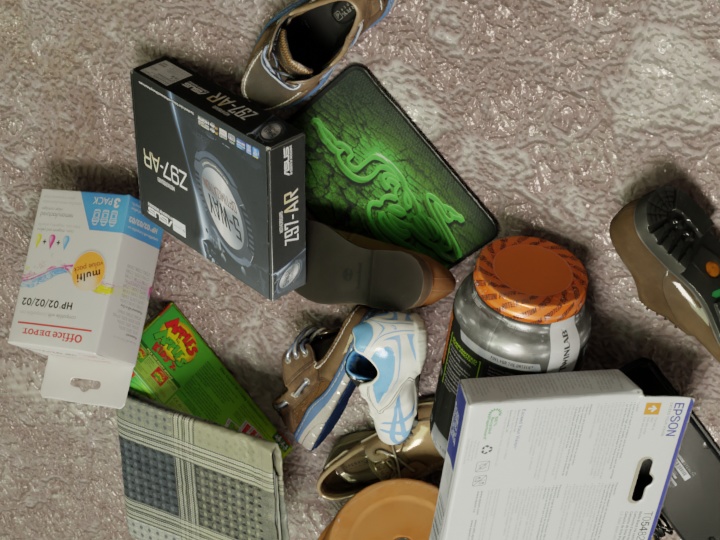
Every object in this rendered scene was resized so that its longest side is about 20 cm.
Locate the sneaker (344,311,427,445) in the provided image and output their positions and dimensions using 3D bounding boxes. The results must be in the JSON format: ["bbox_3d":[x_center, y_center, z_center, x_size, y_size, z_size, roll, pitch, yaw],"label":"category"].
[{"bbox_3d":[0.021,0.097,1.435,0.072,0.072,0.201,2,148,0],"label":"sneaker"}]

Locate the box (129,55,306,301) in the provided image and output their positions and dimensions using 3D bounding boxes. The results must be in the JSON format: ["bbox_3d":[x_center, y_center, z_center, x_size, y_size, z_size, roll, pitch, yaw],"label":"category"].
[{"bbox_3d":[-0.130,-0.086,1.446,0.199,0.043,0.161,32,135,36],"label":"box"}]

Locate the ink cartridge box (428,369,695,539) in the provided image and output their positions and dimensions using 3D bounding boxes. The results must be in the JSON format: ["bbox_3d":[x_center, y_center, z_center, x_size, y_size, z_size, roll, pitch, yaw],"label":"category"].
[{"bbox_3d":[0.168,0.172,1.357,0.198,0.041,0.201,-1,127,-12],"label":"ink cartridge box"}]

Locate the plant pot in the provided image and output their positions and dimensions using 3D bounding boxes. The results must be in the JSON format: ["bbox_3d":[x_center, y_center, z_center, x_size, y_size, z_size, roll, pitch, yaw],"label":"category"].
[{"bbox_3d":[0.040,0.287,1.501,0.199,0.201,0.140,24,151,16],"label":"plant pot"}]

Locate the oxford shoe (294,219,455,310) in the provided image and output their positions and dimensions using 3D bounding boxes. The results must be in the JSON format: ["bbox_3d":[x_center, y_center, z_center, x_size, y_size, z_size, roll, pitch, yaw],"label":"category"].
[{"bbox_3d":[0.000,0.000,1.444,0.199,0.071,0.072,18,100,39],"label":"oxford shoe"}]

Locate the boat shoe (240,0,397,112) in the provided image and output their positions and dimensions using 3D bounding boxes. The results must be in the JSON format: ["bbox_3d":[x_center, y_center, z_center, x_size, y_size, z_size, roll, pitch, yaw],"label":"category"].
[{"bbox_3d":[-0.050,-0.193,1.344,0.072,0.072,0.200,45,133,-3],"label":"boat shoe"}]

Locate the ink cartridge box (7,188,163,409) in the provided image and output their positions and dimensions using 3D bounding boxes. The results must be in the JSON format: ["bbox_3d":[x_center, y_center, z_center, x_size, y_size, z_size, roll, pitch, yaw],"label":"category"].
[{"bbox_3d":[-0.273,0.027,1.557,0.114,0.068,0.202,4,79,30],"label":"ink cartridge box"}]

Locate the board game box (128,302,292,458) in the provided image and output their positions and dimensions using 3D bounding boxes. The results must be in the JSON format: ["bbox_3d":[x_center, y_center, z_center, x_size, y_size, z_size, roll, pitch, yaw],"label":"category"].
[{"bbox_3d":[-0.170,0.144,1.627,0.048,0.102,0.200,-32,100,41],"label":"board game box"}]

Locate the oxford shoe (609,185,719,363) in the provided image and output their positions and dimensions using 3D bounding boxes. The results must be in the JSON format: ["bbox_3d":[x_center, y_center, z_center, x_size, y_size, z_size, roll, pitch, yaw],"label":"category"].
[{"bbox_3d":[0.278,0.021,1.298,0.201,0.073,0.084,53,148,-7],"label":"oxford shoe"}]

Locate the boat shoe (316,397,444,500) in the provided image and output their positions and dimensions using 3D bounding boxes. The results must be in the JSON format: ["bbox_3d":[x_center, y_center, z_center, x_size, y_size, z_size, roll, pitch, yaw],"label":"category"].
[{"bbox_3d":[0.037,0.184,1.550,0.199,0.065,0.071,-29,102,41],"label":"boat shoe"}]

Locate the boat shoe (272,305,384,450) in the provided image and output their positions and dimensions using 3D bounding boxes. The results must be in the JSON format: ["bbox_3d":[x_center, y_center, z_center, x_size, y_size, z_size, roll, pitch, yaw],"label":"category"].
[{"bbox_3d":[-0.039,0.095,1.524,0.072,0.072,0.201,36,133,8],"label":"boat shoe"}]

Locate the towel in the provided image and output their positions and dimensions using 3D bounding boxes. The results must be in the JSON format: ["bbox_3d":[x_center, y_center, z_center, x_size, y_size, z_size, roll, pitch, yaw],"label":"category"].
[{"bbox_3d":[-0.156,0.219,1.586,0.199,0.035,0.194,17,125,25],"label":"towel"}]

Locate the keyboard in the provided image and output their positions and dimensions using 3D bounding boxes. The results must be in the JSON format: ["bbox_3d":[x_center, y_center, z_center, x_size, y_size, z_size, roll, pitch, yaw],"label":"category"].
[{"bbox_3d":[0.274,0.174,1.427,0.104,0.040,0.201,-34,99,18],"label":"keyboard"}]

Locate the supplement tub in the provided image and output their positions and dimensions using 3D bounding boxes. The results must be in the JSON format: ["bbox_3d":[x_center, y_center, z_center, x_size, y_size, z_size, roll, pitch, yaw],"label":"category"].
[{"bbox_3d":[0.132,0.078,1.380,0.122,0.123,0.201,23,130,17],"label":"supplement tub"}]

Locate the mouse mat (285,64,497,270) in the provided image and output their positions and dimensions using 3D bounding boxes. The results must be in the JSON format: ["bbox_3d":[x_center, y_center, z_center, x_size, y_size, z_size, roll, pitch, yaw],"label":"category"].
[{"bbox_3d":[0.014,-0.074,1.431,0.200,0.008,0.161,48,132,-6],"label":"mouse mat"}]

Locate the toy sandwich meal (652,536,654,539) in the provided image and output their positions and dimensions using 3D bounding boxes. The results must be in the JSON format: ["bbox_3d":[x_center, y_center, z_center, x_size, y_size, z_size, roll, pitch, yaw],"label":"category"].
[{"bbox_3d":[0.187,0.251,1.498,0.204,0.070,0.207,16,127,22],"label":"toy sandwich meal"}]
